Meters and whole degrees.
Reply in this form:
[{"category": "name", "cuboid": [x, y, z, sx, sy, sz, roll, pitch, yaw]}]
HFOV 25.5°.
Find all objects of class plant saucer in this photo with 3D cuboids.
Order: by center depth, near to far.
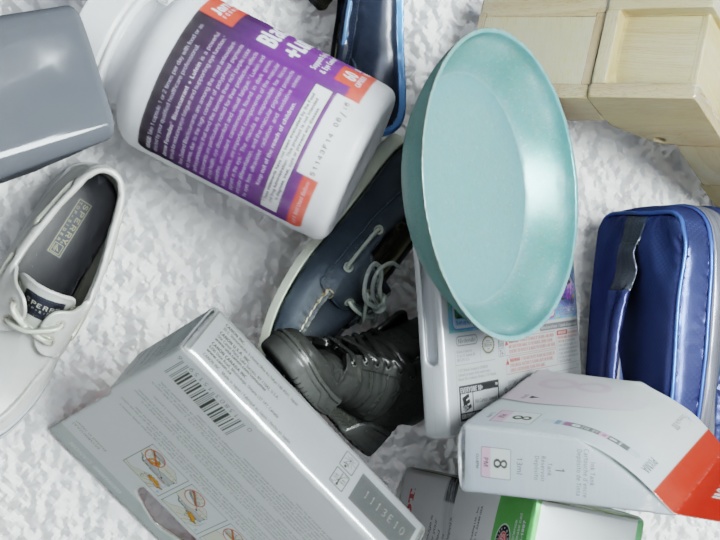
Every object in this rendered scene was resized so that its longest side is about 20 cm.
[{"category": "plant saucer", "cuboid": [0.079, -0.054, 1.023, 0.200, 0.036, 0.200, 7, 81, -55]}]

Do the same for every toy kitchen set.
[{"category": "toy kitchen set", "cuboid": [0.210, -0.157, 1.175, 0.200, 0.180, 0.163, 39, 61, -54]}]

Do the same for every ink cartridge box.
[{"category": "ink cartridge box", "cuboid": [0.180, 0.108, 0.989, 0.200, 0.163, 0.057, 0, 98, 23]}, {"category": "ink cartridge box", "cuboid": [-0.083, 0.134, 1.028, 0.200, 0.174, 0.044, 48, 48, -12]}, {"category": "ink cartridge box", "cuboid": [0.091, 0.215, 1.055, 0.084, 0.200, 0.146, 13, 85, -21]}]

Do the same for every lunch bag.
[{"category": "lunch bag", "cuboid": [0.231, 0.053, 1.140, 0.132, 0.136, 0.200, 6, 88, -18]}]

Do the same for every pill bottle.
[{"category": "pill bottle", "cuboid": [-0.088, -0.112, 1.031, 0.200, 0.111, 0.112, 27, 80, 2]}]

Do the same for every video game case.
[{"category": "video game case", "cuboid": [0.097, 0.014, 1.095, 0.200, 0.024, 0.182, -4, 90, -56]}]

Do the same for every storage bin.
[{"category": "storage bin", "cuboid": [-0.245, -0.101, 0.958, 0.134, 0.200, 0.146, -20, 95, -30]}]

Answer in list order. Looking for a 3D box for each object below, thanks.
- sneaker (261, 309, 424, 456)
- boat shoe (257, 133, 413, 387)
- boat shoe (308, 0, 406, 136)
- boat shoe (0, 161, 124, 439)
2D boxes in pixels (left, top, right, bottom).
[{"category": "sneaker", "cuboid": [0.012, 0.060, 1.058, 0.104, 0.200, 0.060, -42, 58, -2]}, {"category": "boat shoe", "cuboid": [0.000, 0.000, 1.091, 0.062, 0.075, 0.200, 27, 70, 20]}, {"category": "boat shoe", "cuboid": [-0.006, -0.193, 1.089, 0.069, 0.084, 0.200, -2, 78, -2]}, {"category": "boat shoe", "cuboid": [-0.207, 0.020, 1.026, 0.072, 0.066, 0.200, 33, 78, -16]}]
